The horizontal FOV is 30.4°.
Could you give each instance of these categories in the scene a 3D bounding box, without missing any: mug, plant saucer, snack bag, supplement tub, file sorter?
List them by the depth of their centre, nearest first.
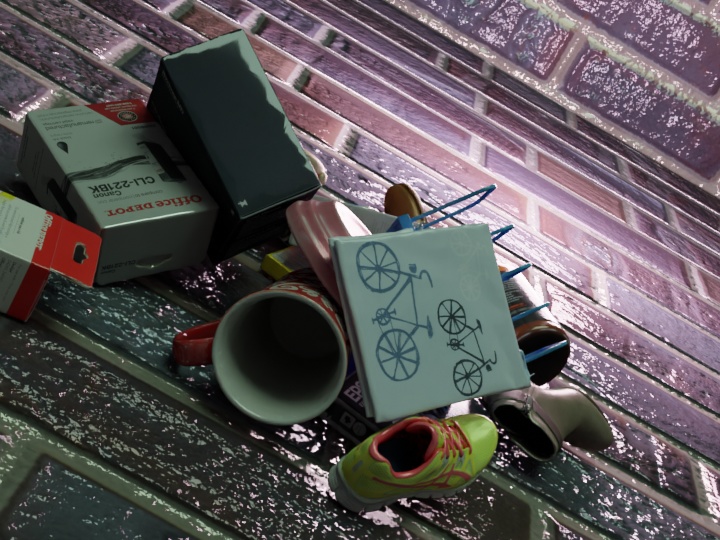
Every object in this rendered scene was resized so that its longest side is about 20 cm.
[{"bbox_3d":[0.072,0.044,1.339,0.200,0.021,0.189,-9,81,-31],"label":"snack bag"},{"bbox_3d":[-0.084,0.057,1.369,0.177,0.134,0.200,25,13,3],"label":"mug"},{"bbox_3d":[0.000,0.000,1.407,0.201,0.051,0.201,51,8,-10],"label":"plant saucer"},{"bbox_3d":[0.124,0.023,1.454,0.139,0.122,0.200,128,-61,-80],"label":"file sorter"},{"bbox_3d":[0.193,0.061,1.771,0.107,0.107,0.200,17,26,-32],"label":"supplement tub"}]

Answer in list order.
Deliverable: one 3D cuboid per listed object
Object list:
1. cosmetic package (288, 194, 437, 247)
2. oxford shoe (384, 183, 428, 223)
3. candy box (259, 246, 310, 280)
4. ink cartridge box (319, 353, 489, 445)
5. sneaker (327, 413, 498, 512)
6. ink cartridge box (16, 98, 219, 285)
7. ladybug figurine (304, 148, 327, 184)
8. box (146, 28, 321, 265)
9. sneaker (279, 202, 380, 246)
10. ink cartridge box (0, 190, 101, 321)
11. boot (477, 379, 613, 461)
[{"bbox_3d":[0.022,-0.036,1.631,0.200,0.074,0.102,17,1,6],"label":"cosmetic package"},{"bbox_3d":[0.046,-0.035,1.750,0.071,0.071,0.200,15,54,-28],"label":"oxford shoe"},{"bbox_3d":[-0.023,0.038,1.643,0.200,0.026,0.102,37,19,14],"label":"candy box"},{"bbox_3d":[0.030,0.143,1.470,0.200,0.043,0.198,35,23,10],"label":"ink cartridge box"},{"bbox_3d":[0.068,0.179,1.311,0.200,0.090,0.078,-16,61,-37],"label":"sneaker"},{"bbox_3d":[-0.267,-0.090,1.454,0.144,0.084,0.200,-13,51,-35],"label":"ink cartridge box"},{"bbox_3d":[-0.139,-0.128,1.656,0.200,0.072,0.136,14,-15,16],"label":"ladybug figurine"},{"bbox_3d":[-0.150,-0.134,1.492,0.104,0.182,0.200,-25,84,-20],"label":"box"},{"bbox_3d":[-0.049,-0.075,1.786,0.200,0.078,0.090,12,22,-46],"label":"sneaker"},{"bbox_3d":[-0.358,-0.025,1.281,0.200,0.067,0.116,25,23,-17],"label":"ink cartridge box"},{"bbox_3d":[0.224,0.185,1.590,0.200,0.070,0.146,33,21,-7],"label":"boot"}]
